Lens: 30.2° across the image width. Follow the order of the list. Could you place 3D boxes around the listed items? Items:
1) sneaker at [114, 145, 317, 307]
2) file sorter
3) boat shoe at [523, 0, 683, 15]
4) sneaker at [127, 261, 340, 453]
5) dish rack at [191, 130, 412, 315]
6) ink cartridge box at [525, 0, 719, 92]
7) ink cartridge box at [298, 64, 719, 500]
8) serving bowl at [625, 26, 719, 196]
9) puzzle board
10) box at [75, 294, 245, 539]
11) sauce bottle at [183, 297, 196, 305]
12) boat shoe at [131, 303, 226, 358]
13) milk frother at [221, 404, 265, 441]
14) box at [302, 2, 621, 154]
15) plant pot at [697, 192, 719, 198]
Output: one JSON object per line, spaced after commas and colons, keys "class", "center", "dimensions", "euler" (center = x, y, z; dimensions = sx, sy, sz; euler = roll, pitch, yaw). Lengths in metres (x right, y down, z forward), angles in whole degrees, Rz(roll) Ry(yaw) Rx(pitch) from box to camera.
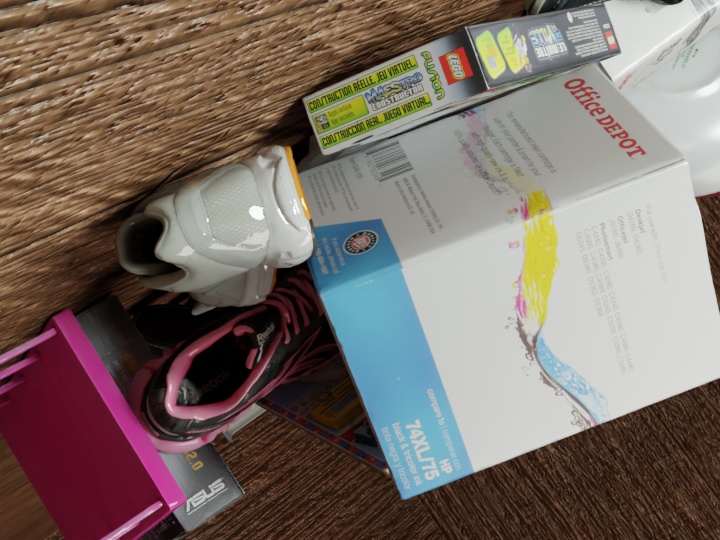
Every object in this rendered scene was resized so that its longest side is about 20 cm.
{"class": "sneaker", "center": [-0.092, -0.018, 0.728], "dimensions": [0.092, 0.076, 0.200], "euler": [-12, 171, -17]}
{"class": "file sorter", "center": [-0.227, 0.143, 0.857], "dimensions": [0.125, 0.139, 0.200], "euler": [-29, 173, -34]}
{"class": "boat shoe", "center": [0.199, -0.202, 0.851], "dimensions": [0.200, 0.062, 0.075], "euler": [-25, 169, -10]}
{"class": "sneaker", "center": [-0.055, 0.038, 0.833], "dimensions": [0.200, 0.079, 0.095], "euler": [-41, 177, -18]}
{"class": "dish rack", "center": [-0.027, -0.054, 0.907], "dimensions": [0.200, 0.044, 0.172], "euler": [-38, 174, 30]}
{"class": "ink cartridge box", "center": [0.219, -0.202, 0.962], "dimensions": [0.200, 0.083, 0.147], "euler": [-36, 176, -5]}
{"class": "ink cartridge box", "center": [0.080, 0.002, 0.756], "dimensions": [0.200, 0.146, 0.147], "euler": [-21, -150, 0]}
{"class": "serving bowl", "center": [0.250, -0.160, 1.060], "dimensions": [0.200, 0.200, 0.066], "euler": [-35, 154, -6]}
{"class": "puzzle board", "center": [0.042, 0.045, 0.877], "dimensions": [0.200, 0.017, 0.151], "euler": [-38, -147, -24]}
{"class": "box", "center": [-0.162, 0.118, 0.945], "dimensions": [0.048, 0.158, 0.200], "euler": [-31, 174, -24]}
{"class": "sauce bottle", "center": [-0.104, 0.031, 1.094], "dimensions": [0.200, 0.066, 0.066], "euler": [-34, 176, -7]}
{"class": "boat shoe", "center": [-0.077, 0.047, 0.974], "dimensions": [0.072, 0.200, 0.065], "euler": [-64, 159, -46]}
{"class": "milk frother", "center": [-0.053, 0.088, 1.220], "dimensions": [0.188, 0.200, 0.181], "euler": [-35, 180, -7]}
{"class": "box", "center": [0.066, -0.114, 0.779], "dimensions": [0.110, 0.035, 0.200], "euler": [-19, -177, 33]}
{"class": "plant pot", "center": [0.313, -0.185, 1.208], "dimensions": [0.200, 0.200, 0.183], "euler": [-35, 167, -9]}
